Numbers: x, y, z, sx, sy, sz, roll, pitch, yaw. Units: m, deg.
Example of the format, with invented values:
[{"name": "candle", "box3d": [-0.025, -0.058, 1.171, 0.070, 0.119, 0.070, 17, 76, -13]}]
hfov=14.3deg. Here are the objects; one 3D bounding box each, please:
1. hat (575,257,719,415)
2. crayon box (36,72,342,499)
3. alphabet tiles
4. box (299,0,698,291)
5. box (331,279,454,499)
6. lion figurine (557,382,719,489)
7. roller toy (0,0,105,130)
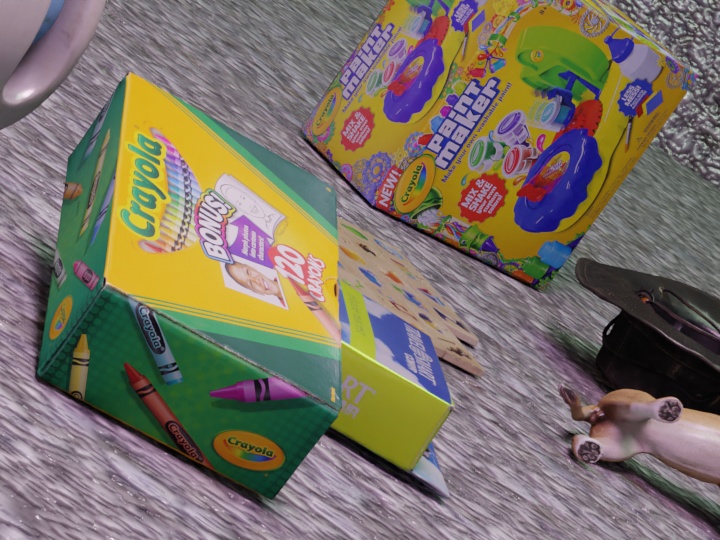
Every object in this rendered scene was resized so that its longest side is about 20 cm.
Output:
[{"name": "hat", "box3d": [0.221, 0.069, 1.949, 0.200, 0.081, 0.201, 25, 12, -5]}, {"name": "crayon box", "box3d": [-0.073, 0.003, 1.278, 0.119, 0.058, 0.200, 29, 26, -17]}, {"name": "alphabet tiles", "box3d": [0.000, 0.000, 1.772, 0.167, 0.008, 0.200, 28, 13, -34]}, {"name": "box", "box3d": [0.100, -0.123, 2.092, 0.193, 0.200, 0.122, 25, 15, -39]}, {"name": "box", "box3d": [-0.033, 0.030, 1.435, 0.200, 0.048, 0.122, 31, 11, -12]}, {"name": "lion figurine", "box3d": [0.201, 0.108, 1.740, 0.200, 0.073, 0.122, 29, 4, -7]}, {"name": "roller toy", "box3d": [-0.216, -0.150, 1.315, 0.140, 0.200, 0.183, 7, 64, -67]}]
